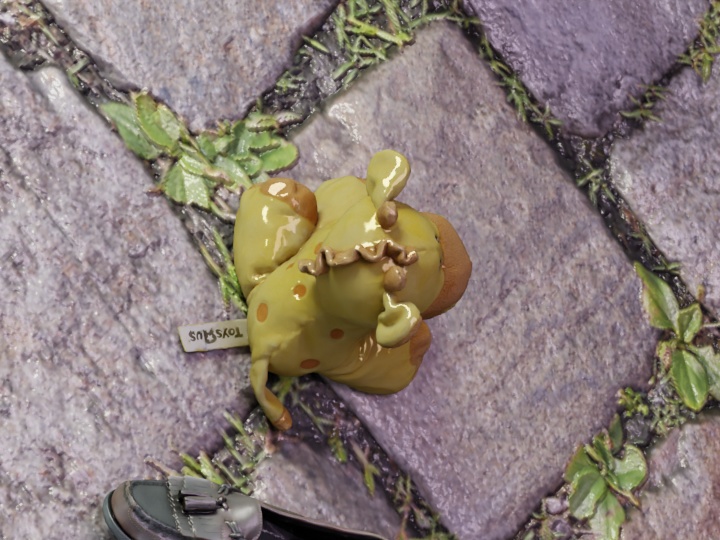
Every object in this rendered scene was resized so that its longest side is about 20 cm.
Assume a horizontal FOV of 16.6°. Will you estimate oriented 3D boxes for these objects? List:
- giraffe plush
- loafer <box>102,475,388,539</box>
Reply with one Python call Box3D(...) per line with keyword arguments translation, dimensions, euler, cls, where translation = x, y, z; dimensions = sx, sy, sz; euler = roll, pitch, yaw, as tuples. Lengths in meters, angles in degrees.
Box3D(translation=(0.000, 0.000, 1.630), dimensions=(0.200, 0.162, 0.173), euler=(-27, 89, -43), cls="giraffe plush")
Box3D(translation=(-0.067, 0.164, 1.563), dimensions=(0.200, 0.063, 0.072), euler=(24, 32, -32), cls="loafer")
